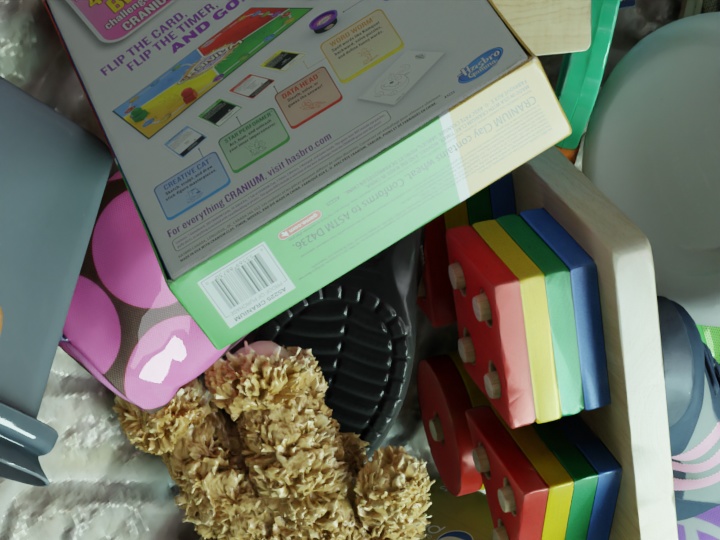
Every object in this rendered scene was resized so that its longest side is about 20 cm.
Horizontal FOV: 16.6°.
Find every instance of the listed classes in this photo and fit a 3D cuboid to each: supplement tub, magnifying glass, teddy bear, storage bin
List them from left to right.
[{"bbox_3d":[-0.181,-0.019,0.903,0.200,0.145,0.135,32,73,-46],"label":"storage bin"},{"bbox_3d":[-0.028,0.113,1.097,0.067,0.144,0.201,-80,157,-53],"label":"teddy bear"},{"bbox_3d":[0.098,-0.079,1.157,0.200,0.022,0.080,98,4,-52],"label":"magnifying glass"},{"bbox_3d":[0.218,-0.049,1.192,0.200,0.145,0.146,-3,109,-47],"label":"supplement tub"}]

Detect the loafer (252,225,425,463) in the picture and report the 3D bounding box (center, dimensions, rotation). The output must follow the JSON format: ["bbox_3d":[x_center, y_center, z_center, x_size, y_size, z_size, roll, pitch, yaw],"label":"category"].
[{"bbox_3d":[0.000,0.000,1.117,0.071,0.073,0.201,-65,171,-68],"label":"loafer"}]

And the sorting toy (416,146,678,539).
[{"bbox_3d":[0.075,0.048,1.139,0.069,0.200,0.200,-13,115,-11],"label":"sorting toy"}]

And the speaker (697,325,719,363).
[{"bbox_3d":[0.199,0.013,1.311,0.200,0.088,0.089,-26,123,-34],"label":"speaker"}]

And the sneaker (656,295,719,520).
[{"bbox_3d":[0.160,0.060,1.152,0.082,0.070,0.200,-12,157,0],"label":"sneaker"}]

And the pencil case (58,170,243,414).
[{"bbox_3d":[-0.049,-0.034,1.014,0.200,0.094,0.091,-41,174,0],"label":"pencil case"}]

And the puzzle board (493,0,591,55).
[{"bbox_3d":[-0.001,-0.157,1.031,0.199,0.017,0.151,-6,113,-9],"label":"puzzle board"}]

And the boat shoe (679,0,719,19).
[{"bbox_3d":[0.207,-0.138,1.271,0.072,0.065,0.201,-28,125,-37],"label":"boat shoe"}]

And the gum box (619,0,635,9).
[{"bbox_3d":[0.051,-0.192,1.114,0.200,0.044,0.171,-15,116,-41],"label":"gum box"}]

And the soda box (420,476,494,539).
[{"bbox_3d":[0.056,0.211,1.264,0.064,0.068,0.201,-29,124,-33],"label":"soda box"}]

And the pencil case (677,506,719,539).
[{"bbox_3d":[0.188,0.116,1.287,0.200,0.084,0.086,-42,-175,21],"label":"pencil case"}]

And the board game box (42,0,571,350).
[{"bbox_3d":[-0.027,-0.080,0.938,0.153,0.200,0.040,-31,132,3],"label":"board game box"}]
